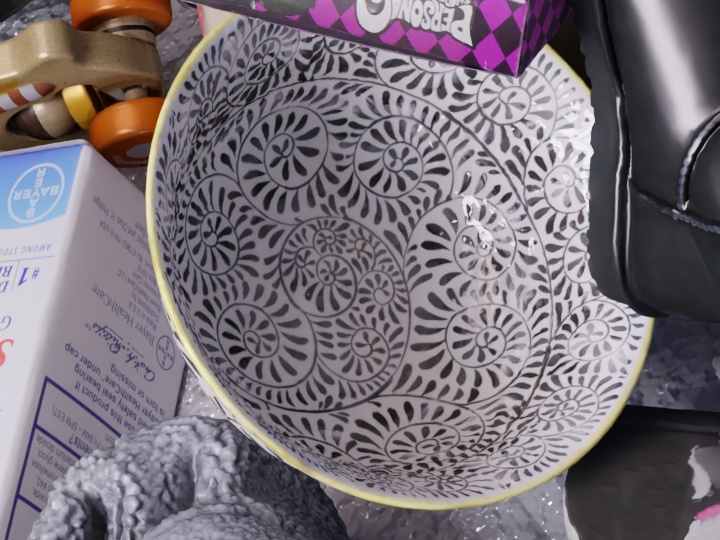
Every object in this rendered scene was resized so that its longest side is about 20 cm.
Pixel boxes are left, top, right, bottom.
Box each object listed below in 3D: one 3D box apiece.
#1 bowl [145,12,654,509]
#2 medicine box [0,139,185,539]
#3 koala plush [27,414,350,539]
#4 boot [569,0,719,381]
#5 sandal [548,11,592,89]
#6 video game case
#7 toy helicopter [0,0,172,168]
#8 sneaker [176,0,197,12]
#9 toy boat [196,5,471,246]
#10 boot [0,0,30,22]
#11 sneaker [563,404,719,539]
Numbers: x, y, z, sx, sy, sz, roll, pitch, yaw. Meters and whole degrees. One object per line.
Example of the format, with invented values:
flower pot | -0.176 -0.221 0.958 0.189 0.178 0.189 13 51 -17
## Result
bowl | 0.000 0.000 0.949 0.094 0.200 0.202 -36 35 59
medicine box | -0.183 0.062 1.131 0.181 0.103 0.201 -7 57 30
koala plush | -0.019 0.147 0.929 0.199 0.178 0.184 7 55 40
boot | 0.145 -0.052 0.846 0.162 0.073 0.200 21 118 52
sandal | 0.175 -0.123 1.057 0.210 0.078 0.070 -17 22 15
video game case | 0.005 -0.140 0.951 0.180 0.036 0.200 16 30 15
toy helicopter | -0.182 -0.081 1.168 0.132 0.199 0.079 -27 67 44
sneaker | 0.002 -0.155 1.167 0.199 0.076 0.114 -28 47 11
toy boat | 0.006 -0.073 1.084 0.130 0.131 0.201 -12 74 0
boot | -0.216 -0.142 1.264 0.199 0.070 0.174 -17 15 6
sneaker | 0.104 0.132 0.918 0.080 0.087 0.201 9 40 6
